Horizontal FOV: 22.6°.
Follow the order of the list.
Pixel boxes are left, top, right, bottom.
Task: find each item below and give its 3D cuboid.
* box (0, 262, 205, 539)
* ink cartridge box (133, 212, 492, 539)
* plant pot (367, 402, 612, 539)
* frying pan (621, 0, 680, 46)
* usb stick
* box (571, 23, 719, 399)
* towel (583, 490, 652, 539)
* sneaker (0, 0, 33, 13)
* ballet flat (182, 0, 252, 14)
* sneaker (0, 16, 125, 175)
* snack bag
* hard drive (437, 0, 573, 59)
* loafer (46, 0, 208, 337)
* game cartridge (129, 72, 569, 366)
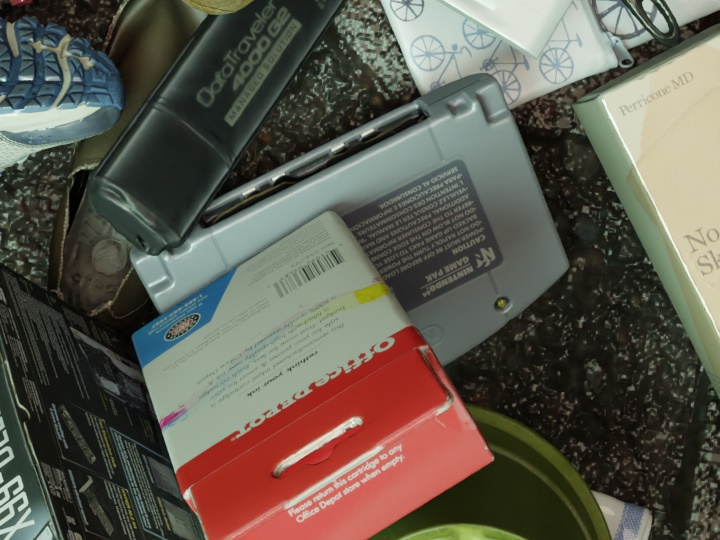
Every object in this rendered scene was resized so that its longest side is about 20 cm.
[{"bbox_3d":[-0.122,0.101,0.818,0.050,0.158,0.200,-35,53,13],"label":"box"},{"bbox_3d":[-0.022,0.062,0.786,0.116,0.200,0.067,-32,117,0],"label":"ink cartridge box"},{"bbox_3d":[0.038,0.165,0.846,0.200,0.190,0.200,0,89,-2],"label":"plant pot"},{"bbox_3d":[0.104,-0.208,0.907,0.190,0.031,0.115,31,93,-2],"label":"frying pan"},{"bbox_3d":[-0.064,-0.095,0.885,0.055,0.033,0.200,39,63,-16],"label":"usb stick"},{"bbox_3d":[0.197,-0.020,0.922,0.095,0.078,0.200,-29,94,-1],"label":"box"},{"bbox_3d":[0.045,0.170,0.951,0.200,0.024,0.147,16,91,-4],"label":"towel"},{"bbox_3d":[-0.169,-0.171,0.893,0.200,0.081,0.075,-16,92,-2],"label":"sneaker"},{"bbox_3d":[-0.011,-0.191,0.839,0.200,0.072,0.068,-32,85,5],"label":"ballet flat"},{"bbox_3d":[-0.206,-0.067,0.893,0.200,0.077,0.085,-5,133,14],"label":"sneaker"},{"bbox_3d":[0.096,-0.190,0.936,0.200,0.021,0.189,-22,93,-2],"label":"snack bag"},{"bbox_3d":[0.083,-0.223,0.881,0.132,0.027,0.200,31,94,1],"label":"hard drive"},{"bbox_3d":[-0.109,-0.057,0.906,0.073,0.071,0.200,13,92,-4],"label":"loafer"},{"bbox_3d":[0.000,0.000,0.908,0.200,0.041,0.133,-26,116,-4],"label":"game cartridge"}]
